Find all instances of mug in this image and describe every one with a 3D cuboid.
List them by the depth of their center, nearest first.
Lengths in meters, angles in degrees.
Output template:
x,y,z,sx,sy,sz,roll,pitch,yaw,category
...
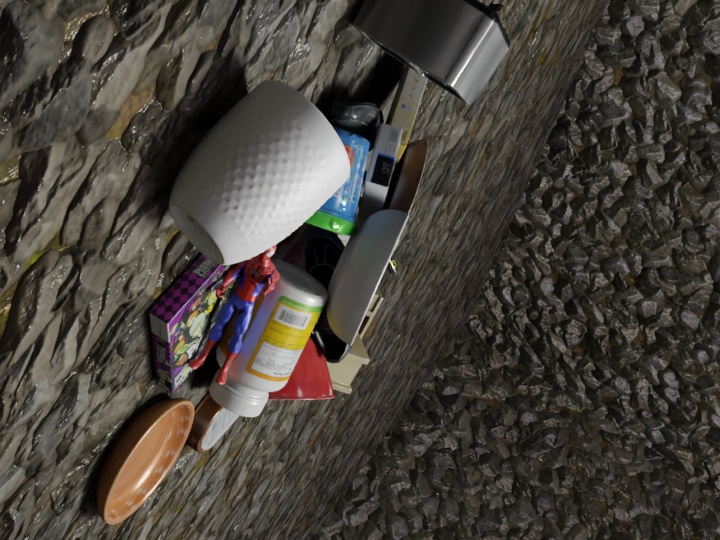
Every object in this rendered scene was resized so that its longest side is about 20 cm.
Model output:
x,y,z,sx,sy,sz,roll,pitch,yaw,category
-0.131,-0.096,1.192,0.175,0.148,0.199,-45,-167,-20,mug

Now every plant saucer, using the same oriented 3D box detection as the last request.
x,y,z,sx,sy,sz,roll,pitch,yaw,category
-0.310,0.263,1.496,0.201,0.037,0.201,-54,167,-19,plant saucer
0.054,-0.113,1.642,0.200,0.032,0.204,-160,-91,-83,plant saucer

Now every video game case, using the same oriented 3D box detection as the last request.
x,y,z,sx,sy,sz,roll,pitch,yaw,category
-0.205,0.043,1.407,0.201,0.035,0.183,-51,164,-32,video game case

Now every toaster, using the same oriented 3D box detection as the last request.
x,y,z,sx,sy,sz,roll,pitch,yaw,category
0.101,-0.327,1.426,0.120,0.179,0.200,-58,168,7,toaster

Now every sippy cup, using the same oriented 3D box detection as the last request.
x,y,z,sx,sy,sz,roll,pitch,yaw,category
-0.051,-0.131,1.428,0.178,0.137,0.133,-141,-110,-77,sippy cup

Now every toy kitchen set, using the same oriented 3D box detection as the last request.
x,y,z,sx,sy,sz,roll,pitch,yaw,category
-0.074,0.078,1.910,0.165,0.178,0.201,-60,-153,21,toy kitchen set

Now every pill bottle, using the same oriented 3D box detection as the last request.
x,y,z,sx,sy,sz,roll,pitch,yaw,category
-0.133,0.096,1.462,0.202,0.110,0.111,-63,166,14,pill bottle

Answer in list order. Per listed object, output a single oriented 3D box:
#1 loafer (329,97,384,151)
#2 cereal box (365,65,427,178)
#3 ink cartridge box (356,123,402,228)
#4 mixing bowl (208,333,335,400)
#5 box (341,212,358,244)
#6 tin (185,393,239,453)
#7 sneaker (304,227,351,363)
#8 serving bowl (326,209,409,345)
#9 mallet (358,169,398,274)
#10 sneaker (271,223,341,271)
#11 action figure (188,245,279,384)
x,y,z,sx,sy,sz,roll,pitch,yaw,category
-0.004,-0.207,1.526,0.200,0.067,0.072,-2,102,-79,loafer
0.065,-0.246,1.627,0.144,0.039,0.203,118,-8,-66,cereal box
0.023,-0.120,1.550,0.201,0.038,0.101,108,-4,-66,ink cartridge box
-0.135,0.138,1.620,0.200,0.196,0.111,11,80,-76,mixing bowl
-0.028,0.004,1.805,0.202,0.116,0.048,-62,-171,12,box
-0.219,0.217,1.742,0.200,0.042,0.113,-49,168,-40,tin
-0.045,0.040,1.575,0.078,0.069,0.203,-70,151,-63,sneaker
0.000,0.000,1.482,0.200,0.065,0.203,25,89,-90,serving bowl
0.010,-0.074,1.725,0.066,0.041,0.203,-42,119,-40,mallet
-0.078,-0.019,1.632,0.202,0.087,0.081,-61,167,8,sneaker
-0.161,0.054,1.359,0.203,0.064,0.099,-63,178,11,action figure
